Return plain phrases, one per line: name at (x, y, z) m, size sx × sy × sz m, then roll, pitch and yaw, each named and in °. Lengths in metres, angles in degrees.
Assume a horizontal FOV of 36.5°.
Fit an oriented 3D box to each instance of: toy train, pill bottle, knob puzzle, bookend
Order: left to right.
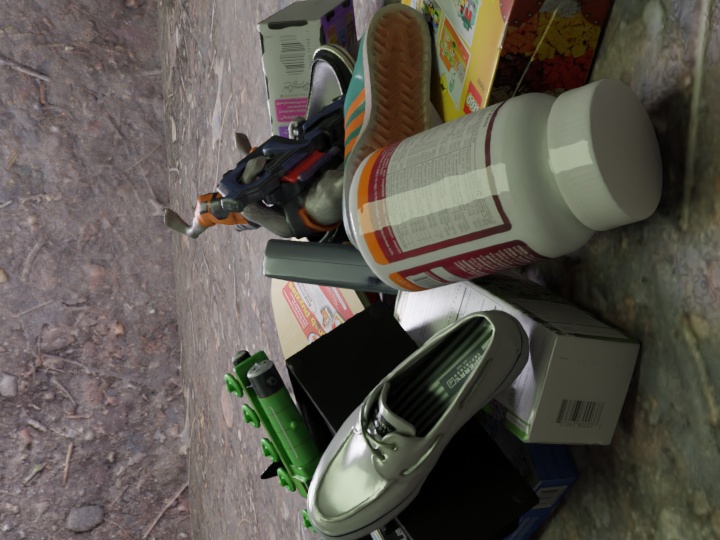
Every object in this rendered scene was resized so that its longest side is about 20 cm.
toy train at (-0.045, 0.151, 0.859) m, size 0.056 × 0.042 × 0.202 m, roll 1°, pitch 121°, yaw 62°
knob puzzle at (-0.035, 0.058, 1.183) m, size 0.219 × 0.030 × 0.222 m, roll 31°, pitch 132°, yaw 42°
bookend at (0.040, 0.164, 0.863) m, size 0.199 × 0.092 × 0.201 m, roll 51°, pitch 163°, yaw 29°
pill bottle at (0.096, -0.056, 0.744) m, size 0.199 × 0.109 × 0.111 m, roll -16°, pitch 77°, yaw 41°

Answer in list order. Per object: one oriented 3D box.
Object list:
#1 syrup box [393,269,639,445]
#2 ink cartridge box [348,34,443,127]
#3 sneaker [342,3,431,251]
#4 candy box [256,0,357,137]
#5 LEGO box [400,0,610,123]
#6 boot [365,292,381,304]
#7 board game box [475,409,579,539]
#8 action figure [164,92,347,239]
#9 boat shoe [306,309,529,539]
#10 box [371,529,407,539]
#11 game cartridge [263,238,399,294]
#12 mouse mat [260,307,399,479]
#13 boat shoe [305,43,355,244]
syrup box at (0.107, 0.051, 0.819) m, size 0.200 × 0.078 × 0.082 m, roll 34°, pitch 113°, yaw 57°
ink cartridge box at (0.036, -0.133, 1.088) m, size 0.116 × 0.067 × 0.203 m, roll 163°, pitch 101°, yaw -72°
sneaker at (0.020, -0.107, 0.885) m, size 0.080 × 0.070 × 0.203 m, roll 136°, pitch 142°, yaw -78°
candy box at (-0.045, -0.179, 1.170) m, size 0.168 × 0.071 × 0.202 m, roll -63°, pitch -32°, yaw -67°
LEGO box at (0.101, -0.195, 0.853) m, size 0.201 × 0.076 × 0.150 m, roll -113°, pitch 25°, yaw -45°
boot at (0.016, 0.077, 1.198) m, size 0.144 × 0.072 × 0.203 m, roll 174°, pitch 84°, yaw -72°
board game box at (0.098, 0.150, 0.959) m, size 0.201 × 0.043 × 0.200 m, roll 116°, pitch 146°, yaw -44°
action figure at (-0.060, -0.080, 0.974) m, size 0.192 × 0.200 × 0.106 m, roll 11°, pitch 131°, yaw 48°
boat shoe at (0.026, 0.097, 0.725) m, size 0.200 × 0.067 × 0.074 m, roll -50°, pitch 60°, yaw 6°
box at (0.006, 0.268, 1.220) m, size 0.201 × 0.044 × 0.161 m, roll 61°, pitch 157°, yaw 29°
game cartridge at (0.000, 0.000, 0.973) m, size 0.200 × 0.131 × 0.041 m, roll 11°, pitch -100°, yaw -67°
mouse mat at (0.003, 0.107, 0.980) m, size 0.008 × 0.160 × 0.201 m, roll 43°, pitch 109°, yaw 21°
boat shoe at (-0.029, -0.115, 1.055) m, size 0.074 × 0.062 × 0.203 m, roll 18°, pitch 117°, yaw 42°
